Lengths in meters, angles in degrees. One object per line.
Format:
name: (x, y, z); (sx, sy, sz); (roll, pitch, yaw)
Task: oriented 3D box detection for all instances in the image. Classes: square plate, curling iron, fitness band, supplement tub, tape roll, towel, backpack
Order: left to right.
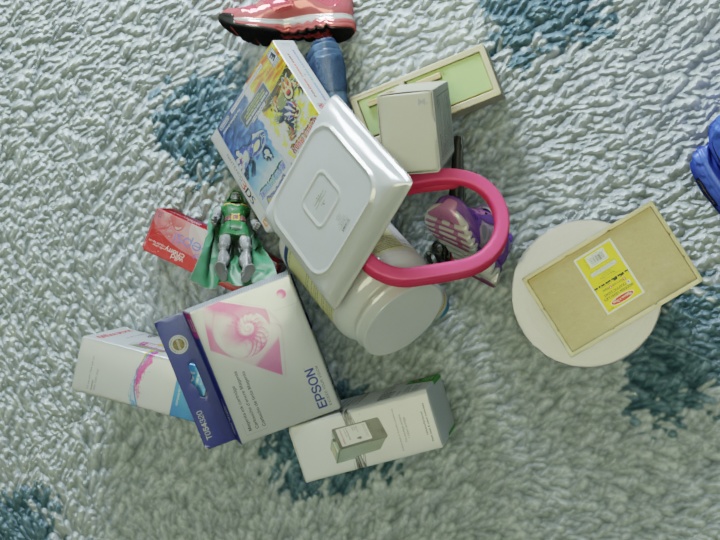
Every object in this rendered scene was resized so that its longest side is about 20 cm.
square plate: (-0.039, -0.088, 1.448); (0.198, 0.028, 0.200); (52, 121, 39)
towel: (-0.039, -0.218, 1.626); (0.048, 0.112, 0.200); (-6, 90, -10)
supplement tub: (0.000, 0.000, 1.533); (0.145, 0.145, 0.200); (-47, 58, 10)
fitness band: (0.085, -0.054, 1.445); (0.200, 0.037, 0.144); (-10, 69, -2)
curling iron: (0.125, -0.090, 1.640); (0.050, 0.026, 0.200); (9, 94, 8)
tape roll: (0.308, 0.030, 1.587); (0.200, 0.066, 0.201); (0, 92, 13)
backpack: (0.510, -0.141, 1.469); (0.168, 0.200, 0.163); (-40, 85, 10)

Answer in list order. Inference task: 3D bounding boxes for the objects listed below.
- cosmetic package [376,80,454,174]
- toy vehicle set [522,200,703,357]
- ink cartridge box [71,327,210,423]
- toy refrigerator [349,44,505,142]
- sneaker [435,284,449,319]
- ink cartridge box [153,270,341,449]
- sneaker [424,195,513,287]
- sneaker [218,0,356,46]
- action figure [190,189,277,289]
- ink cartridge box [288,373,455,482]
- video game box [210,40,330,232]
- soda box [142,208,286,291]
cosmetic package: (0.074, -0.186, 1.495); (0.071, 0.200, 0.105); (-4, 100, 11)
toy vehicle set: (0.330, 0.012, 1.534); (0.200, 0.027, 0.124); (-32, 86, 11)
ink cartridge box: (-0.291, 0.148, 1.676); (0.200, 0.145, 0.085); (12, 95, 11)
toy refrigerator: (0.093, -0.240, 1.619); (0.200, 0.070, 0.076); (-20, 88, 12)
sneaker: (0.030, 0.027, 1.640); (0.200, 0.081, 0.077); (20, 85, 31)
ink cartridge box: (-0.151, 0.126, 1.559); (0.200, 0.043, 0.197); (-21, 99, 0)
sneaker: (0.155, -0.058, 1.566); (0.080, 0.200, 0.089); (31, 81, 33)
sneaker: (-0.102, -0.373, 1.665); (0.200, 0.074, 0.087); (1, 79, 8)
action figure: (-0.177, -0.051, 1.633); (0.118, 0.200, 0.055); (5, 124, -11)
ink cartridge box: (0.019, 0.216, 1.614); (0.200, 0.146, 0.084); (-17, 91, 13)
video game box: (-0.112, -0.183, 1.610); (0.182, 0.047, 0.200); (56, 130, 21)
soda box: (-0.212, -0.023, 1.695); (0.200, 0.063, 0.070); (24, 97, 9)
